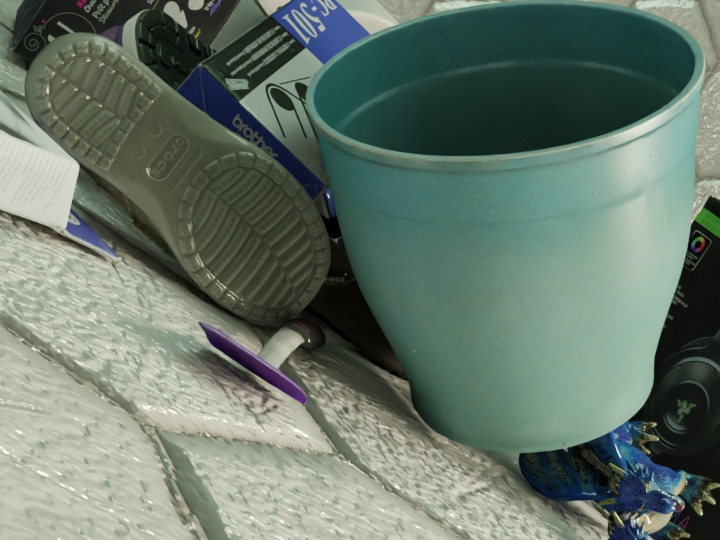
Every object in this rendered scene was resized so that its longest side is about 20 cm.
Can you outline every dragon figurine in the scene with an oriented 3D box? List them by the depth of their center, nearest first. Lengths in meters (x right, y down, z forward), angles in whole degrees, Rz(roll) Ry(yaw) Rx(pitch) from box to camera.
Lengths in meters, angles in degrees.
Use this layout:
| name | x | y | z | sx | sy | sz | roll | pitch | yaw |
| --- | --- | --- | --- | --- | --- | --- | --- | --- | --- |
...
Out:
| name | x | y | z | sx | sy | sz | roll | pitch | yaw |
| --- | --- | --- | --- | --- | --- | --- | --- | --- | --- |
| dragon figurine | 0.128 | 0.103 | 0.987 | 0.099 | 0.059 | 0.200 | 28 | 12 | -38 |

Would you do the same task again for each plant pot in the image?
| name | x | y | z | sx | sy | sz | roll | pitch | yaw |
| --- | --- | --- | --- | --- | --- | --- | --- | --- | --- |
| plant pot | 0.084 | -0.017 | 0.935 | 0.199 | 0.189 | 0.200 | -7 | 28 | 4 |

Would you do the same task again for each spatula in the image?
| name | x | y | z | sx | sy | sz | roll | pitch | yaw |
| --- | --- | --- | --- | --- | --- | --- | --- | --- | --- |
| spatula | -0.037 | 0.037 | 0.863 | 0.056 | 0.021 | 0.200 | 33 | 8 | 5 |

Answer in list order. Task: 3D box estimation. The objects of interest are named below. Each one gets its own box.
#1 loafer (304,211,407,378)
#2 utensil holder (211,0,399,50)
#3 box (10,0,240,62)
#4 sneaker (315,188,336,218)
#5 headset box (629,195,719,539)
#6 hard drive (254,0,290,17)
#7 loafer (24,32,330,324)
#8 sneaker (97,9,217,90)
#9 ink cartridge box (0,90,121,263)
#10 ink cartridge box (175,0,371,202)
| name | x | y | z | sx | sy | sz | roll | pitch | yaw |
| --- | --- | --- | --- | --- | --- | --- | --- | --- | --- |
| loafer | 0.000 | 0.000 | 1.038 | 0.199 | 0.071 | 0.073 | 31 | 9 | -17 |
| utensil holder | -0.044 | -0.168 | 1.498 | 0.169 | 0.170 | 0.200 | 30 | 12 | -26 |
| box | -0.169 | -0.195 | 1.281 | 0.114 | 0.132 | 0.200 | 33 | 8 | -17 |
| sneaker | 0.045 | 0.002 | 1.105 | 0.199 | 0.075 | 0.088 | 29 | -20 | 9 |
| headset box | 0.248 | 0.074 | 1.126 | 0.093 | 0.200 | 0.174 | 28 | 11 | -36 |
| hard drive | -0.087 | -0.236 | 1.342 | 0.132 | 0.026 | 0.200 | 54 | 1 | -42 |
| loafer | -0.092 | -0.051 | 0.906 | 0.200 | 0.075 | 0.070 | 47 | -4 | -29 |
| sneaker | -0.111 | -0.086 | 1.060 | 0.200 | 0.087 | 0.076 | 39 | 39 | -54 |
| ink cartridge box | -0.218 | -0.092 | 0.838 | 0.199 | 0.041 | 0.200 | 41 | 11 | 38 |
| ink cartridge box | -0.034 | -0.098 | 1.026 | 0.094 | 0.044 | 0.200 | 44 | 27 | -3 |
